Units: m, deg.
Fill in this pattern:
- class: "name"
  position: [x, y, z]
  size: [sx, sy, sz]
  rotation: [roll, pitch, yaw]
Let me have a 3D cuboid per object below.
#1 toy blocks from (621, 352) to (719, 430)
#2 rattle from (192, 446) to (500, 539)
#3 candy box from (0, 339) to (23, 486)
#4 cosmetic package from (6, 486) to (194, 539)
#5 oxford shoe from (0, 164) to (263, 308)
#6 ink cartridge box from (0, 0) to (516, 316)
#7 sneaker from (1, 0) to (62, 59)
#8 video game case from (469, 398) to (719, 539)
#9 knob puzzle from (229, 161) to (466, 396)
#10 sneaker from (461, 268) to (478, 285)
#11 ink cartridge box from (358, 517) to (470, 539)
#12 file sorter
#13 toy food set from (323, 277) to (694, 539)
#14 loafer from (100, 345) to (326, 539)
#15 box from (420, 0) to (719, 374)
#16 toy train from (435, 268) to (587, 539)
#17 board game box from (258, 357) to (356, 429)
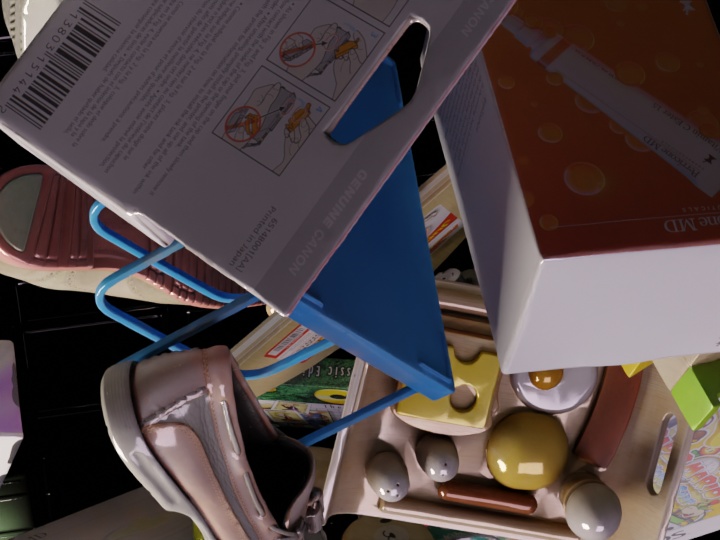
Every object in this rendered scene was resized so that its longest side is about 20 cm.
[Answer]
- class: "toy blocks"
  position: [0.197, -0.023, 1.116]
  size: [0.136, 0.201, 0.100]
  rotation: [-12, 151, -28]
- class: "rattle"
  position: [0.000, 0.124, 1.216]
  size: [0.199, 0.130, 0.144]
  rotation: [11, 110, 19]
- class: "candy box"
  position: [-0.310, 0.121, 1.237]
  size: [0.167, 0.072, 0.200]
  rotation: [4, 143, -24]
- class: "cosmetic package"
  position: [-0.128, 0.237, 1.281]
  size: [0.199, 0.199, 0.124]
  rotation: [-19, 115, -41]
- class: "oxford shoe"
  position: [-0.130, -0.018, 1.120]
  size: [0.199, 0.071, 0.074]
  rotation: [14, 163, -35]
- class: "ink cartridge box"
  position: [-0.032, -0.097, 0.843]
  size: [0.200, 0.176, 0.045]
  rotation: [-54, 155, -6]
- class: "sneaker"
  position: [-0.114, -0.162, 0.900]
  size: [0.084, 0.075, 0.200]
  rotation: [-11, 153, -15]
- class: "video game case"
  position: [0.157, 0.144, 1.318]
  size: [0.181, 0.023, 0.200]
  rotation: [-19, 148, 6]
- class: "knob puzzle"
  position: [0.000, 0.000, 1.150]
  size: [0.219, 0.031, 0.220]
  rotation: [-39, 170, -8]
- class: "sneaker"
  position: [0.124, 0.050, 1.274]
  size: [0.198, 0.077, 0.112]
  rotation: [-13, 138, -12]
- class: "ink cartridge box"
  position: [0.114, 0.146, 1.407]
  size: [0.199, 0.084, 0.145]
  rotation: [2, 144, -24]
- class: "file sorter"
  position: [-0.055, -0.028, 0.997]
  size: [0.122, 0.201, 0.139]
  rotation: [-26, 144, 26]
- class: "toy food set"
  position: [0.085, 0.089, 1.134]
  size: [0.198, 0.060, 0.145]
  rotation: [10, 104, -12]
- class: "loafer"
  position: [-0.050, 0.097, 0.951]
  size: [0.063, 0.072, 0.200]
  rotation: [-22, 144, 12]
- class: "box"
  position: [0.113, -0.063, 0.997]
  size: [0.123, 0.201, 0.098]
  rotation: [-5, 146, -12]
- class: "toy train"
  position: [0.082, 0.082, 1.183]
  size: [0.056, 0.042, 0.201]
  rotation: [-30, 108, 11]
- class: "board game box"
  position: [0.018, 0.080, 1.262]
  size: [0.198, 0.024, 0.105]
  rotation: [3, 158, 9]
